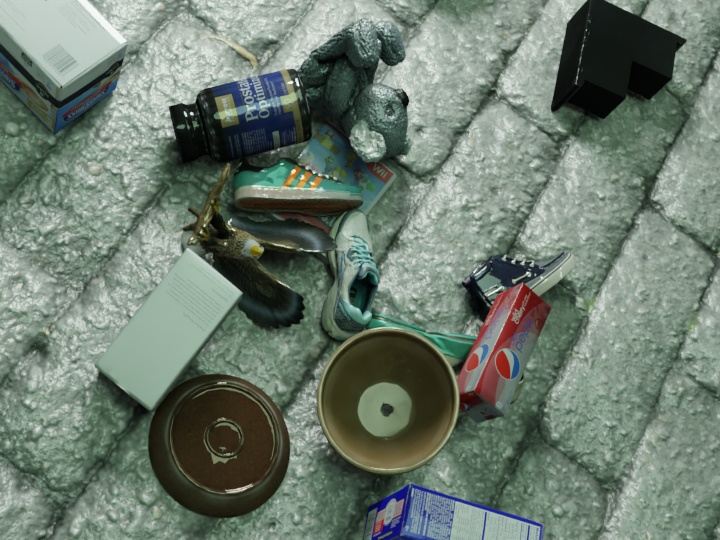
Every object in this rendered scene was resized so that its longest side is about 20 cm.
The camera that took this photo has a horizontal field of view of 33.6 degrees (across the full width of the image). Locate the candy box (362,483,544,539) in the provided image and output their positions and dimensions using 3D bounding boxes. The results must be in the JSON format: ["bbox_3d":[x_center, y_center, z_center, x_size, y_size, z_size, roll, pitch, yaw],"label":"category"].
[{"bbox_3d":[0.122,0.359,1.593,0.198,0.169,0.078,19,64,-12],"label":"candy box"}]

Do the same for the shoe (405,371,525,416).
[{"bbox_3d":[0.155,0.178,1.757,0.198,0.053,0.071,-9,70,-24],"label":"shoe"}]

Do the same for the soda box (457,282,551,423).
[{"bbox_3d":[0.204,0.118,1.727,0.063,0.070,0.201,38,58,-15],"label":"soda box"}]

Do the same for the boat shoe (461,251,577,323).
[{"bbox_3d":[0.248,0.003,1.859,0.199,0.075,0.093,-34,89,-29],"label":"boat shoe"}]

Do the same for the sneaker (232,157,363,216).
[{"bbox_3d":[-0.091,-0.131,1.776,0.197,0.071,0.081,3,69,-17],"label":"sneaker"}]

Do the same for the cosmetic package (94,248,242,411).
[{"bbox_3d":[-0.255,0.081,1.602,0.101,0.074,0.201,39,81,0],"label":"cosmetic package"}]

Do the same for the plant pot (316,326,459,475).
[{"bbox_3d":[0.038,0.188,1.669,0.198,0.093,0.204,0,74,1],"label":"plant pot"}]

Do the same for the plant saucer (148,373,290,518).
[{"bbox_3d":[-0.186,0.231,1.615,0.198,0.035,0.203,9,64,-18],"label":"plant saucer"}]

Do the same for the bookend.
[{"bbox_3d":[0.454,-0.346,2.091,0.198,0.092,0.201,21,62,-12],"label":"bookend"}]

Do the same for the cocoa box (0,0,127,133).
[{"bbox_3d":[-0.455,-0.329,1.714,0.200,0.131,0.133,45,60,4],"label":"cocoa box"}]

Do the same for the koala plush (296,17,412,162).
[{"bbox_3d":[0.005,-0.259,1.846,0.201,0.183,0.177,60,22,1],"label":"koala plush"}]

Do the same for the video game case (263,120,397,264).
[{"bbox_3d":[-0.050,-0.123,1.839,0.143,0.017,0.201,38,59,0],"label":"video game case"}]

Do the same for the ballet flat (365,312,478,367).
[{"bbox_3d":[0.097,0.116,1.766,0.198,0.067,0.071,13,87,-15],"label":"ballet flat"}]

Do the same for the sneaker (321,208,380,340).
[{"bbox_3d":[0.000,0.000,1.752,0.077,0.086,0.202,15,66,-29],"label":"sneaker"}]

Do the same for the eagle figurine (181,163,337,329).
[{"bbox_3d":[-0.153,-0.026,1.697,0.199,0.152,0.152,32,26,-28],"label":"eagle figurine"}]

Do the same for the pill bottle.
[{"bbox_3d":[-0.178,-0.224,1.768,0.198,0.112,0.113,-15,71,-9],"label":"pill bottle"}]
